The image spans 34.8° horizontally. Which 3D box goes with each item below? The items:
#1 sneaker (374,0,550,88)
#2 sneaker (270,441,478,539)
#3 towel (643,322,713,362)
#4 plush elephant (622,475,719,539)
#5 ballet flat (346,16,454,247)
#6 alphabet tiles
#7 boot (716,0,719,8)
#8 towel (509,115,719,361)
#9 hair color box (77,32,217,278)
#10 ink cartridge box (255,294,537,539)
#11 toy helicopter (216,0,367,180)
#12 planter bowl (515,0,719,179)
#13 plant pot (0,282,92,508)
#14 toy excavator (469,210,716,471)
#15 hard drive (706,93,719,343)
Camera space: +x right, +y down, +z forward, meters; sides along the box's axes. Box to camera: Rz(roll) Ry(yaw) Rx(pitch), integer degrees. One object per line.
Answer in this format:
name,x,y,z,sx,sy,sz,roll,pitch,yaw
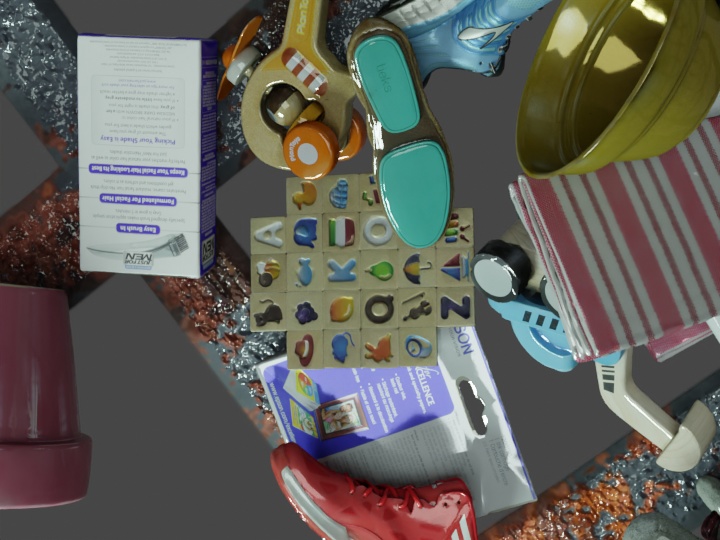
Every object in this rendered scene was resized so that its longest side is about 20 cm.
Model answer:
sneaker,0.108,-0.206,0.926,0.198,0.079,0.091,-18,112,28
sneaker,0.023,0.192,0.982,0.115,0.078,0.200,-43,107,5
towel,0.265,-0.041,0.959,0.145,0.030,0.201,-28,96,11
plush elephant,0.333,0.219,0.949,0.200,0.155,0.165,40,94,6
ballet flat,0.033,-0.117,0.937,0.067,0.073,0.201,-15,122,9
alphabet tiles,0.000,0.000,0.986,0.198,0.006,0.169,-2,85,12
boot,0.224,-0.265,0.839,0.073,0.198,0.163,-34,108,-13
towel,0.224,-0.028,0.857,0.198,0.030,0.148,-17,78,-13
hair color box,-0.182,-0.099,0.990,0.108,0.065,0.203,4,100,6
ink cartridge box,0.033,0.139,1.018,0.198,0.043,0.200,-19,98,11
toy helicopter,-0.056,-0.181,0.938,0.131,0.079,0.202,19,117,16
planter bowl,0.195,-0.142,0.798,0.083,0.201,0.202,22,104,-16
plant pot,-0.327,0.100,0.994,0.198,0.200,0.181,6,87,6
toy excavator,0.198,0.056,0.948,0.193,0.100,0.202,17,134,33
hard drive,0.300,-0.045,0.921,0.131,0.026,0.201,-35,97,-10
